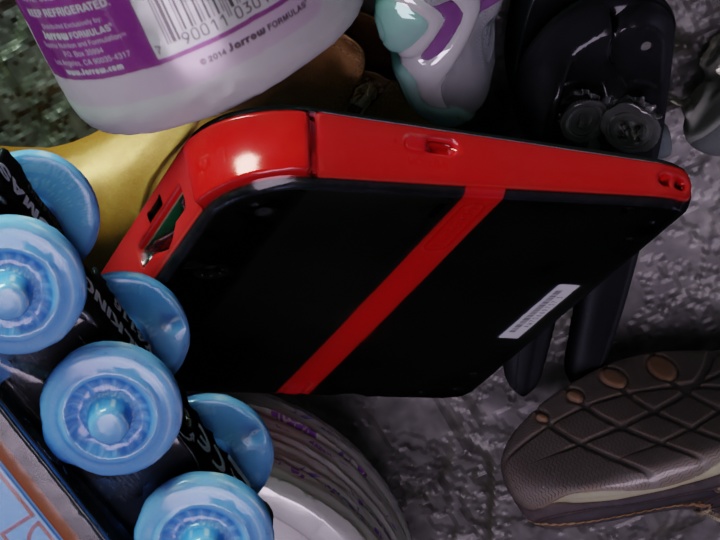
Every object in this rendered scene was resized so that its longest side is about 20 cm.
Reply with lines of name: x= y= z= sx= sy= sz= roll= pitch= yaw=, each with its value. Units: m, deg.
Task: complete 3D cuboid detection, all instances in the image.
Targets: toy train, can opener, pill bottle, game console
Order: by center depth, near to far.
pill bottle: x=-0.084 y=-0.154 z=0.640 sx=0.111 sy=0.113 sz=0.201 roll=-19 pitch=115 yaw=12
toy train: x=-0.108 y=0.051 z=0.663 sx=0.114 sy=0.087 sz=0.201 roll=-31 pitch=111 yaw=10
game console: x=0.000 y=0.000 z=0.731 sx=0.175 sy=0.031 sz=0.200 roll=2 pitch=156 yaw=-23
can opener: x=0.088 y=-0.028 z=0.784 sx=0.063 sy=0.079 sz=0.201 roll=-2 pitch=128 yaw=0

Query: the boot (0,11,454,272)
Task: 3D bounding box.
boot: x=-0.068 y=-0.057 z=0.768 sx=0.200 sy=0.071 sz=0.145 roll=16 pitch=124 yaw=-19

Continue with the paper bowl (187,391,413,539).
paper bowl: x=-0.074 y=0.137 z=0.856 sx=0.199 sy=0.105 sz=0.202 roll=1 pitch=119 yaw=2

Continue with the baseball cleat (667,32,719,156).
baseball cleat: x=0.211 y=-0.100 z=0.736 sx=0.106 sy=0.070 sz=0.200 roll=35 pitch=115 yaw=-15

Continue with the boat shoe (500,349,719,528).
boat shoe: x=0.157 y=0.074 z=0.818 sx=0.198 sy=0.075 sz=0.074 roll=-15 pitch=125 yaw=-2

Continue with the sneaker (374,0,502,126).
sneaker: x=0.068 y=-0.144 z=0.658 sx=0.139 sy=0.078 sz=0.201 roll=-4 pitch=120 yaw=5
